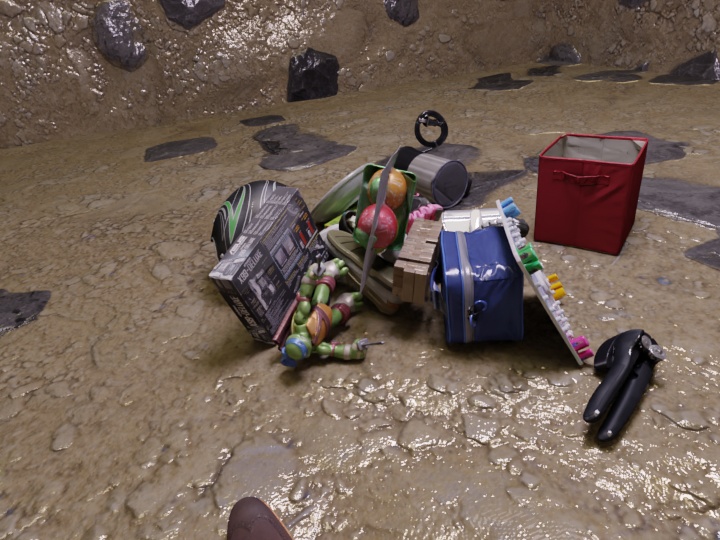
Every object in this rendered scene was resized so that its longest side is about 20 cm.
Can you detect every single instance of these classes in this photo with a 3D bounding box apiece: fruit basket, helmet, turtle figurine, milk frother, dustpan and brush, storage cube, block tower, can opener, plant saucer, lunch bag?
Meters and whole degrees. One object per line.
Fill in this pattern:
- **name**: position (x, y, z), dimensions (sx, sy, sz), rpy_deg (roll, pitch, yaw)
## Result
- **fruit basket**: position (0.025, -0.087, 0.805), dimensions (0.092, 0.188, 0.200), rpy_deg (15, 26, 11)
- **helmet**: position (-0.182, -0.067, 0.978), dimensions (0.197, 0.203, 0.191), rpy_deg (-16, 28, -18)
- **turtle figurine**: position (-0.029, 0.055, 0.788), dimensions (0.143, 0.201, 0.194), rpy_deg (32, 27, -3)
- **milk frother**: position (0.189, -0.284, 1.305), dimensions (0.179, 0.203, 0.188), rpy_deg (-18, 30, -30)
- **dustpan and brush**: position (0.230, -0.057, 1.020), dimensions (0.137, 0.057, 0.203), rpy_deg (-3, 58, 10)
- **storage cube**: position (0.459, -0.160, 1.044), dimensions (0.169, 0.182, 0.200), rpy_deg (14, 35, 32)
- **block tower**: position (0.098, -0.024, 0.858), dimensions (0.053, 0.059, 0.200), rpy_deg (10, 30, 12)
- **can opener**: position (0.332, 0.142, 0.656), dimensions (0.063, 0.079, 0.200), rpy_deg (44, 47, 5)
- **plant saucer**: position (-0.031, -0.168, 1.215), dimensions (0.199, 0.050, 0.200), rpy_deg (-40, -3, -2)
- **lunch bag**: position (0.174, 0.024, 0.804), dimensions (0.130, 0.138, 0.201), rpy_deg (-4, 26, 9)

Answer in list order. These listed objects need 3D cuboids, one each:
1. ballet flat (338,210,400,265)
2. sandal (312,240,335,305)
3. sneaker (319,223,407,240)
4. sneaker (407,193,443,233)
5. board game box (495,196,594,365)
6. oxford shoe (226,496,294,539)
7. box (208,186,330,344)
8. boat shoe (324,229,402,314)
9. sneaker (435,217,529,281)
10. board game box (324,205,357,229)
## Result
- **ballet flat**: position (0.041, -0.048, 0.962), dimensions (0.198, 0.069, 0.068), rpy_deg (31, 69, 11)
- **sandal**: position (-0.082, 0.007, 0.945), dimensions (0.075, 0.043, 0.202), rpy_deg (1, 46, 17)
- **sneaker**: position (-0.003, -0.043, 1.034), dimensions (0.197, 0.077, 0.092), rpy_deg (-4, 33, 5)
- **sneaker**: position (0.083, -0.126, 1.128), dimensions (0.198, 0.080, 0.096), rpy_deg (-13, 54, -36)
- **board game box**: position (0.269, 0.006, 0.767), dimensions (0.026, 0.201, 0.201), rpy_deg (-29, 22, 20)
- **oxford shoe**: position (-0.083, 0.272, 0.465), dimensions (0.070, 0.074, 0.200), rpy_deg (-17, 30, -19)
- **box**: position (-0.137, -0.009, 0.838), dimensions (0.049, 0.159, 0.201), rpy_deg (9, 53, 30)
- **boat shoe**: position (0.000, 0.000, 0.907), dimensions (0.074, 0.069, 0.200), rpy_deg (-8, 38, -43)
- **sneaker**: position (0.210, -0.030, 0.937), dimensions (0.198, 0.066, 0.092), rpy_deg (-18, 53, 26)
- **board game box**: position (0.019, -0.112, 1.177), dimensions (0.101, 0.048, 0.200), rpy_deg (14, 35, 32)
